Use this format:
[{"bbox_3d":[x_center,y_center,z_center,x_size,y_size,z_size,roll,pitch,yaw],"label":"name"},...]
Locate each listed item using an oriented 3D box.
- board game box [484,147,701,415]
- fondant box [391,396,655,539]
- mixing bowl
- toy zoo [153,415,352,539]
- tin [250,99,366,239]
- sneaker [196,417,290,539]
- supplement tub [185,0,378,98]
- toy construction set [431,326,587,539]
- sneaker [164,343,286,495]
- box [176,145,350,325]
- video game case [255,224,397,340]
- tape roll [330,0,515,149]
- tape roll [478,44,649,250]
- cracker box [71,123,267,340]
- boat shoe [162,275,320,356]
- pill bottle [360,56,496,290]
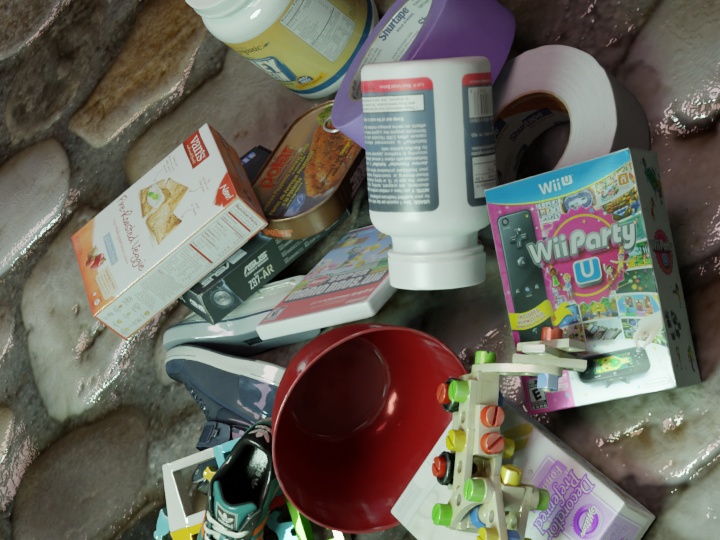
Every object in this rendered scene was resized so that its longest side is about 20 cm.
[{"bbox_3d":[0.198,0.012,1.242,0.146,0.064,0.203,-15,81,34],"label":"board game box"},{"bbox_3d":[0.136,0.211,1.250,0.200,0.058,0.145,38,95,45],"label":"fondant box"},{"bbox_3d":[-0.003,0.128,1.338,0.201,0.199,0.108,-55,29,4],"label":"mixing bowl"},{"bbox_3d":[-0.117,0.234,1.425,0.198,0.020,0.133,-22,82,19],"label":"toy zoo"},{"bbox_3d":[-0.047,-0.109,1.540,0.111,0.042,0.201,7,48,28],"label":"tin"},{"bbox_3d":[-0.124,0.236,1.372,0.071,0.080,0.202,21,96,16],"label":"sneaker"},{"bbox_3d":[-0.089,-0.297,1.614,0.144,0.199,0.146,-20,56,33],"label":"supplement tub"},{"bbox_3d":[0.115,0.138,1.192,0.131,0.091,0.202,-25,44,68],"label":"toy construction set"},{"bbox_3d":[-0.158,0.161,1.528,0.201,0.077,0.148,8,75,46],"label":"sneaker"},{"bbox_3d":[-0.134,-0.043,1.574,0.199,0.044,0.160,-39,40,-19],"label":"box"},{"bbox_3d":[0.000,0.000,1.424,0.142,0.018,0.200,-14,21,37],"label":"video game case"},{"bbox_3d":[0.061,-0.204,1.459,0.200,0.085,0.201,-48,19,22],"label":"tape roll"},{"bbox_3d":[0.173,-0.110,1.378,0.199,0.066,0.203,-20,57,34],"label":"tape roll"},{"bbox_3d":[-0.202,-0.042,1.507,0.199,0.058,0.134,-38,43,9],"label":"cracker box"},{"bbox_3d":[-0.128,0.038,1.566,0.200,0.074,0.087,-15,59,33],"label":"boat shoe"},{"bbox_3d":[0.064,-0.089,1.309,0.119,0.119,0.203,4,100,43],"label":"pill bottle"}]
